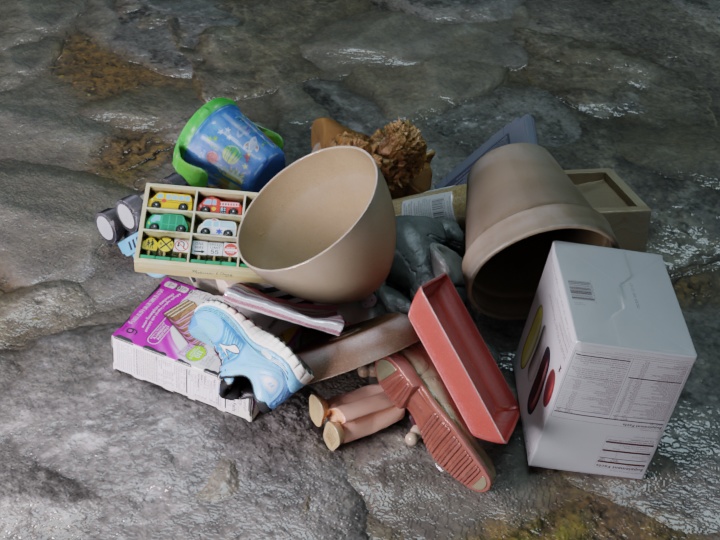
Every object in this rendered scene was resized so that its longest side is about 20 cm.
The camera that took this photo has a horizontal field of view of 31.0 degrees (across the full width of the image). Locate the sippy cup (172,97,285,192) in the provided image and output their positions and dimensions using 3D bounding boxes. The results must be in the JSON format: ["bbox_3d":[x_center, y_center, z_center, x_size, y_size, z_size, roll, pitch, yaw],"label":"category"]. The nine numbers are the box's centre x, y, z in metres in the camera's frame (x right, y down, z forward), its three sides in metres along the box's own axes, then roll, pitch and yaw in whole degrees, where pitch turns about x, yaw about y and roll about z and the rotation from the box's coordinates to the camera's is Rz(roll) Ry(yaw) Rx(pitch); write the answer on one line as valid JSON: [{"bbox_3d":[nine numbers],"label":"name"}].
[{"bbox_3d":[-0.186,-0.167,1.925,0.130,0.140,0.178,35,70,19],"label":"sippy cup"}]

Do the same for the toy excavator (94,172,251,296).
[{"bbox_3d":[-0.242,-0.026,1.754,0.100,0.200,0.194,-33,7,-37],"label":"toy excavator"}]

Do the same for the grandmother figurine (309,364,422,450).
[{"bbox_3d":[0.043,0.158,1.577,0.200,0.061,0.121,-20,72,-27],"label":"grandmother figurine"}]

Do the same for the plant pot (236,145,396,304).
[{"bbox_3d":[-0.034,-0.035,1.602,0.200,0.135,0.201,-23,39,20],"label":"plant pot"}]

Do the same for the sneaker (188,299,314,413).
[{"bbox_3d":[-0.147,0.102,1.511,0.090,0.078,0.200,-50,43,-12],"label":"sneaker"}]

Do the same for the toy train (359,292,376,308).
[{"bbox_3d":[0.000,0.000,1.743,0.042,0.056,0.200,-35,16,12],"label":"toy train"}]

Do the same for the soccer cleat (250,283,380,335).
[{"bbox_3d":[-0.068,0.027,1.712,0.200,0.085,0.069,18,39,16],"label":"soccer cleat"}]

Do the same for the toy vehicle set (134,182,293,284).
[{"bbox_3d":[-0.186,-0.048,1.682,0.199,0.027,0.125,5,57,-5],"label":"toy vehicle set"}]

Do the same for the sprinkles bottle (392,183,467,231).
[{"bbox_3d":[0.094,-0.078,1.819,0.200,0.068,0.068,-11,31,25],"label":"sprinkles bottle"}]

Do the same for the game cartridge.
[{"bbox_3d":[0.180,-0.127,1.879,0.041,0.200,0.133,38,32,-22],"label":"game cartridge"}]

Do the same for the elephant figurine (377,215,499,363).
[{"bbox_3d":[0.095,0.019,1.697,0.155,0.142,0.200,0,35,-12],"label":"elephant figurine"}]

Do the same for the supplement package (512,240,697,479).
[{"bbox_3d":[0.283,0.107,1.551,0.147,0.200,0.191,8,37,-7],"label":"supplement package"}]

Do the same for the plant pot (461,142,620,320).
[{"bbox_3d":[0.213,-0.061,1.666,0.199,0.200,0.174,-4,54,-13],"label":"plant pot"}]

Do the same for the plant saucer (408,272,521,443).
[{"bbox_3d":[0.120,0.105,1.536,0.037,0.200,0.200,-28,-1,13],"label":"plant saucer"}]

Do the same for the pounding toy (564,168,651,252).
[{"bbox_3d":[0.329,-0.045,1.843,0.199,0.143,0.184,-3,27,-11],"label":"pounding toy"}]

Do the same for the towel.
[{"bbox_3d":[-0.093,0.042,1.580,0.146,0.030,0.200,16,0,-3],"label":"towel"}]

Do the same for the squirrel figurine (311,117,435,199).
[{"bbox_3d":[0.027,-0.144,1.882,0.186,0.142,0.200,13,-10,-18],"label":"squirrel figurine"}]

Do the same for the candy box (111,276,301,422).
[{"bbox_3d":[-0.192,0.095,1.624,0.200,0.061,0.136,19,41,15],"label":"candy box"}]

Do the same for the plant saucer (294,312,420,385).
[{"bbox_3d":[-0.014,0.092,1.573,0.200,0.037,0.200,-19,3,1],"label":"plant saucer"}]

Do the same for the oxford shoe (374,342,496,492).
[{"bbox_3d":[0.103,0.166,1.523,0.074,0.071,0.200,-27,75,-36],"label":"oxford shoe"}]
